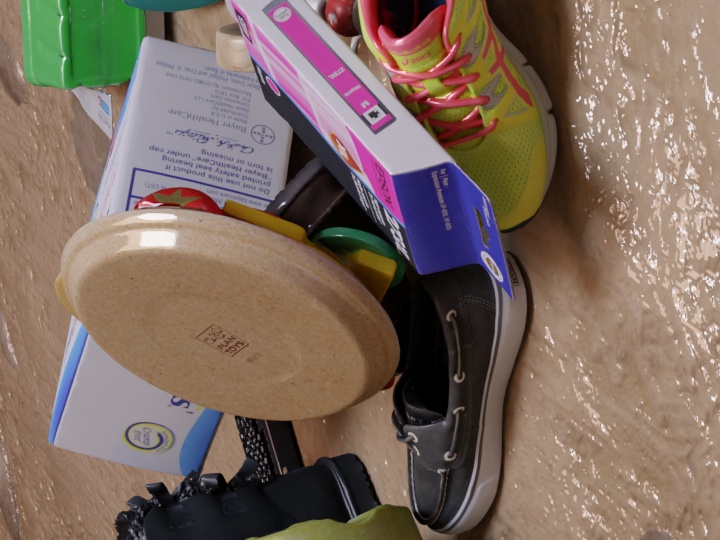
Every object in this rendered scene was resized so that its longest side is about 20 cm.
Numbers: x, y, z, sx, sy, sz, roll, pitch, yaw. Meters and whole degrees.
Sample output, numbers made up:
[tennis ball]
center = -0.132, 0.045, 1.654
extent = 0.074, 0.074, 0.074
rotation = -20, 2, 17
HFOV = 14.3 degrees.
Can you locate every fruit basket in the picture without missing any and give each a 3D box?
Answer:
[fruit basket]
center = -0.194, -0.207, 1.989
extent = 0.200, 0.094, 0.186
rotation = -121, 28, -66

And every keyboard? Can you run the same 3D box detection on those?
[keyboard]
center = -0.055, 0.170, 1.891
extent = 0.104, 0.040, 0.200
rotation = -39, 67, 63

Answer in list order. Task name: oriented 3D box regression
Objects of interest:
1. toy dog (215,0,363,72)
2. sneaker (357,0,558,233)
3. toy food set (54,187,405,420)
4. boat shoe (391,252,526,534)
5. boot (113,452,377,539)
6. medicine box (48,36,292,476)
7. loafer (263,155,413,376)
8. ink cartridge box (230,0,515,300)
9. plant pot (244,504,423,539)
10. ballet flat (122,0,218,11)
[toy dog]
center = -0.005, -0.154, 1.618
extent = 0.200, 0.096, 0.132
rotation = 37, 132, 34
[sneaker]
center = 0.038, -0.108, 1.470
extent = 0.078, 0.090, 0.200
rotation = -18, 100, 23
[toy food set]
center = -0.069, 0.021, 1.570
extent = 0.200, 0.198, 0.049
rotation = 118, 172, -59
[boat shoe]
center = 0.046, 0.071, 1.617
extent = 0.069, 0.057, 0.200
rotation = 53, 145, 42
[boot]
center = -0.053, 0.207, 1.759
extent = 0.198, 0.162, 0.073
rotation = 67, 154, 21
[medicine box]
center = -0.116, -0.007, 1.775
extent = 0.182, 0.103, 0.200
rotation = 113, 168, -50
[loafer]
center = 0.000, 0.000, 1.626
extent = 0.071, 0.073, 0.200
rotation = 38, 171, 26
[ink cartridge box]
center = 0.006, -0.065, 1.495
extent = 0.200, 0.037, 0.095
rotation = 46, 166, 32
[plant pot]
center = -0.010, 0.239, 1.642
extent = 0.200, 0.200, 0.184
rotation = -35, 68, 63
[ballet flat]
center = -0.096, -0.206, 1.797
extent = 0.200, 0.069, 0.070
rotation = -5, 96, 63
